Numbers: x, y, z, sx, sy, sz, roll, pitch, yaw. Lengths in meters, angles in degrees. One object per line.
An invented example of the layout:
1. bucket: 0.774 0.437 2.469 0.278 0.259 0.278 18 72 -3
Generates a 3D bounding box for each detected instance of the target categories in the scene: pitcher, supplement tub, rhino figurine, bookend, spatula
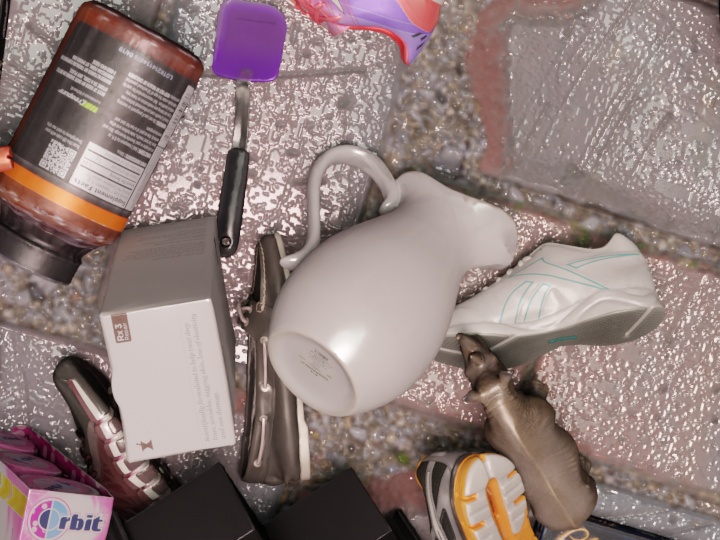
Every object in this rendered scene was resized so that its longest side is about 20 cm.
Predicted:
1. pitcher: 0.000 0.000 1.128 0.171 0.122 0.200 33 53 13
2. supplement tub: -0.206 -0.093 1.129 0.106 0.107 0.201 28 92 -7
3. rhino figurine: 0.125 0.121 1.161 0.060 0.088 0.201 -27 117 14
4. bookend: -0.064 0.209 1.122 0.198 0.092 0.201 -33 132 -5
5. spatula: -0.094 -0.110 1.179 0.056 0.021 0.202 7 96 7

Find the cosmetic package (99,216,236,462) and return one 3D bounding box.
1. cosmetic package: -0.135 0.043 1.090 0.080 0.200 0.114 -9 111 -3

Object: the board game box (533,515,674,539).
1. board game box: 0.225 0.283 1.235 0.199 0.035 0.136 16 93 -6

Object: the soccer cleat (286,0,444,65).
1. soccer cleat: -0.033 -0.223 1.156 0.199 0.068 0.074 19 97 -9

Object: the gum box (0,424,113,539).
1. gum box: -0.256 0.189 1.107 0.066 0.200 0.114 11 94 -32

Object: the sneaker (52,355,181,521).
1. sneaker: -0.208 0.174 1.168 0.115 0.076 0.201 -33 97 1

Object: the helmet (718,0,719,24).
1. helmet: 0.369 -0.191 1.133 0.199 0.191 0.202 -7 69 19

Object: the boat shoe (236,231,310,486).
1. boat shoe: -0.075 0.073 1.175 0.057 0.067 0.202 -7 99 -9

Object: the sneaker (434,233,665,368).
1. sneaker: 0.137 0.026 1.197 0.199 0.071 0.081 -11 62 7

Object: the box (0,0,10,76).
1. box: -0.376 -0.146 1.140 0.198 0.044 0.162 9 93 -6

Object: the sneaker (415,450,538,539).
1. sneaker: 0.097 0.222 1.169 0.078 0.077 0.201 -29 116 -35

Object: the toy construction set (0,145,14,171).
1. toy construction set: -0.343 -0.102 1.058 0.198 0.131 0.093 4 114 -11
